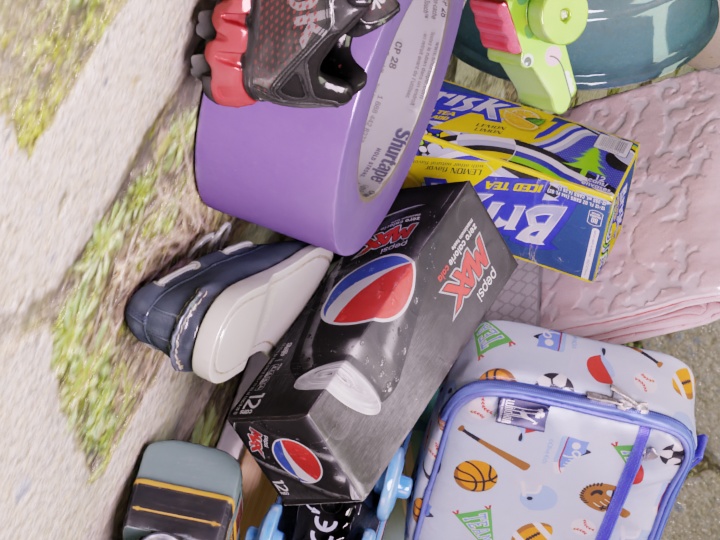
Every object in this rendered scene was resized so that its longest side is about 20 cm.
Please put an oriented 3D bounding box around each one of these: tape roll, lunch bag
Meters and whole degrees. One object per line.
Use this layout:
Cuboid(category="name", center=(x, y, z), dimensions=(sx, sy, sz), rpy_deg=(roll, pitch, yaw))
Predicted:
Cuboid(category="tape roll", center=(-0.013, -0.115, 1.460), dimensions=(0.200, 0.085, 0.201), rpy_deg=(19, 90, -79))
Cuboid(category="lunch bag", center=(0.115, 0.120, 1.556), dimensions=(0.076, 0.160, 0.200), rpy_deg=(-79, -176, -45))

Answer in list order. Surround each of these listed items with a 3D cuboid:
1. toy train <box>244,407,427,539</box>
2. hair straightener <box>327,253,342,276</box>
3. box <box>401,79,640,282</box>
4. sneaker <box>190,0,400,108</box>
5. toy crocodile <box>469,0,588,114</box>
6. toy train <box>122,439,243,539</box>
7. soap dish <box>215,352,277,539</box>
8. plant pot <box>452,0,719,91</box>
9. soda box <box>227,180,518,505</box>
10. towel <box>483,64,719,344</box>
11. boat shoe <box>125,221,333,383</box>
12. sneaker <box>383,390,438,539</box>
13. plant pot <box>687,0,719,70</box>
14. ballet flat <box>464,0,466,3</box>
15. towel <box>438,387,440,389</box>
Cuboid(category="toy train", center=(-0.012, 0.129, 1.587), dimensions=(0.114, 0.086, 0.201), rpy_deg=(93, 12, -70))
Cuboid(category="hair straightener", center=(0.000, 0.000, 1.647), dimensions=(0.200, 0.041, 0.077), rpy_deg=(-38, 110, -37))
Cuboid(category="box", center=(0.063, -0.065, 1.596), dimensions=(0.064, 0.199, 0.070), rpy_deg=(-58, 162, -48))
Cuboid(category="sneaker", center=(-0.021, -0.167, 1.299), dimensions=(0.071, 0.098, 0.201), rpy_deg=(-47, 150, -59))
Cuboid(category="toy crocodile", center=(0.085, -0.182, 1.555), dimensions=(0.062, 0.067, 0.201), rpy_deg=(-30, 122, -26))
Cuboid(category="toy train", center=(-0.105, 0.185, 1.549), dimensions=(0.200, 0.085, 0.114), rpy_deg=(90, 14, -59))
Cuboid(category="soap dish", center=(-0.044, 0.136, 1.730), dimensions=(0.157, 0.081, 0.201), rpy_deg=(32, 76, -78))
Cuboid(category="plant pot", center=(0.140, -0.254, 1.718), dimensions=(0.200, 0.199, 0.197), rpy_deg=(-57, 154, -47))
Cuboid(category="soda box", center=(0.010, 0.038, 1.490), dimensions=(0.071, 0.063, 0.200), rpy_deg=(58, 47, -28))
Cuboid(category="towel", center=(0.151, -0.035, 1.657), dimensions=(0.032, 0.190, 0.201), rpy_deg=(55, 31, -42))
Cuboid(category="boat shoe", center=(-0.071, 0.016, 1.464), dimensions=(0.200, 0.062, 0.075), rpy_deg=(-34, 145, -67))
Cuboid(category="sneaker", center=(0.017, 0.159, 1.841), dimensions=(0.131, 0.079, 0.200), rpy_deg=(-44, -157, 23))
Cuboid(category="plant pot", center=(0.205, -0.254, 1.927), dimensions=(0.200, 0.183, 0.201), rpy_deg=(-165, -90, -88))
Cuboid(category="ballet flat", center=(0.025, -0.156, 1.646), dimensions=(0.069, 0.069, 0.201), rpy_deg=(-53, 163, -55))
Cuboid(category="towel", center=(0.065, 0.074, 1.733), dimensions=(0.200, 0.031, 0.150), rpy_deg=(-3, 76, -80))
